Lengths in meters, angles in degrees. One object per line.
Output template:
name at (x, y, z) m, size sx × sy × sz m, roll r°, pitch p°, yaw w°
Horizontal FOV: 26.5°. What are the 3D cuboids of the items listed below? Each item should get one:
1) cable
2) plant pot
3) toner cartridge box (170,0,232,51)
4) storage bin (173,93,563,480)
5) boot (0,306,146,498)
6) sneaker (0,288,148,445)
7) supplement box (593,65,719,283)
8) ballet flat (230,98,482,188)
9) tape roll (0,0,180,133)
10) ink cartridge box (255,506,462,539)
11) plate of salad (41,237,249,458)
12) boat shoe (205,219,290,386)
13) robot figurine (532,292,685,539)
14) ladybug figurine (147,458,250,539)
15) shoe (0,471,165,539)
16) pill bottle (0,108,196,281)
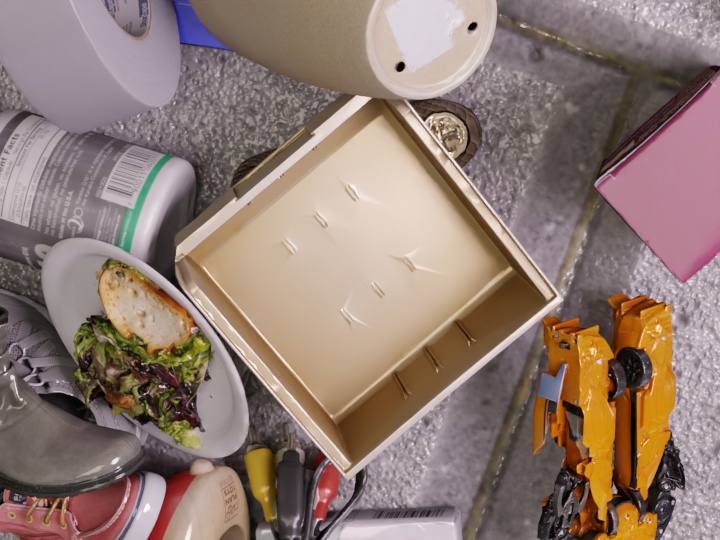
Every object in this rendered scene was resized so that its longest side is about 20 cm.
cable at (-0.045, 0.210, 1.159) m, size 0.096 × 0.050 × 0.202 m, roll 3°, pitch 69°, yaw -2°
plant pot at (0.000, -0.191, 1.005) m, size 0.185 × 0.200 × 0.189 m, roll -13°, pitch 122°, yaw -22°
toner cartridge box at (-0.128, -0.219, 1.157) m, size 0.198 × 0.043 × 0.096 m, roll 10°, pitch 101°, yaw 10°
storage bin at (0.000, 0.000, 1.091) m, size 0.200 × 0.094 × 0.199 m, roll -39°, pitch 107°, yaw 2°
boot at (-0.256, 0.090, 1.116) m, size 0.198 × 0.068 × 0.132 m, roll 3°, pitch 112°, yaw 24°
sneaker at (-0.258, 0.081, 1.206) m, size 0.199 × 0.082 × 0.075 m, roll 33°, pitch 103°, yaw 5°
supplement box at (0.226, -0.070, 1.024) m, size 0.110 × 0.200 × 0.086 m, roll -42°, pitch 89°, yaw 13°
ballet flat at (-0.006, -0.081, 1.150) m, size 0.198 × 0.046 × 0.068 m, roll -12°, pitch 96°, yaw 13°
tape roll at (-0.196, -0.199, 1.049) m, size 0.066 × 0.200 × 0.202 m, roll -17°, pitch 94°, yaw 14°
ink cartridge box at (0.008, 0.289, 1.200) m, size 0.161 × 0.057 × 0.203 m, roll -4°, pitch 92°, yaw 12°
plate of salad at (-0.164, 0.065, 1.110) m, size 0.199 × 0.048 × 0.201 m, roll 26°, pitch 141°, yaw 23°
boat shoe at (-0.088, 0.051, 1.174) m, size 0.065 × 0.072 × 0.201 m, roll 29°, pitch 104°, yaw 2°
robot figurine at (0.178, 0.125, 1.109) m, size 0.058 × 0.144 × 0.202 m, roll 23°, pitch 120°, yaw 49°
ladybug figurine at (-0.136, 0.239, 1.179) m, size 0.071 × 0.136 × 0.202 m, roll 10°, pitch 101°, yaw 18°
shoe at (-0.224, 0.181, 1.162) m, size 0.090 × 0.200 × 0.072 m, roll 28°, pitch 62°, yaw -21°
pill bottle at (-0.235, -0.057, 1.167) m, size 0.198 × 0.113 × 0.114 m, roll 17°, pitch 101°, yaw 9°
